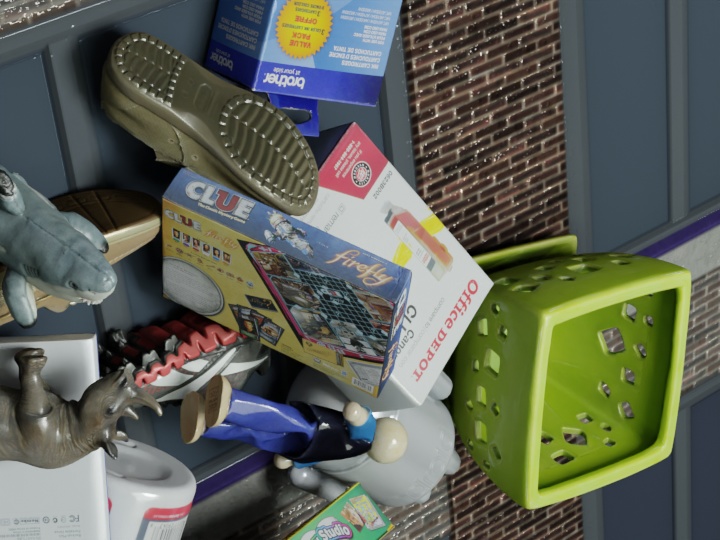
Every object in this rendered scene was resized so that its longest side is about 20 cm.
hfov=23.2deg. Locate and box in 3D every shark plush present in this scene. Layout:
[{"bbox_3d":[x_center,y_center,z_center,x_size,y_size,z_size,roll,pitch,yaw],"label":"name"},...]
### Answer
[{"bbox_3d":[-0.249,-0.055,1.263,0.090,0.083,0.201,-33,89,-19],"label":"shark plush"}]

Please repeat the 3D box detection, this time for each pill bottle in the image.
[{"bbox_3d":[-0.219,0.247,1.445,0.119,0.119,0.202,10,104,-42],"label":"pill bottle"}]

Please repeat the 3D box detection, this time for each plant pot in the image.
[{"bbox_3d":[0.175,0.079,1.653,0.197,0.181,0.202,-13,118,-35],"label":"plant pot"}]

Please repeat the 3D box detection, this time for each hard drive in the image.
[{"bbox_3d":[-0.262,0.151,1.353,0.130,0.025,0.203,-2,101,0],"label":"hard drive"}]

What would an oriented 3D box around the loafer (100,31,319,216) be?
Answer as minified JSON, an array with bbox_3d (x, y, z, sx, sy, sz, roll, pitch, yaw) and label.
[{"bbox_3d":[-0.119,-0.108,1.363,0.199,0.067,0.076,38,54,-15],"label":"loafer"}]

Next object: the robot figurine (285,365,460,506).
[{"bbox_3d":[0.009,0.141,1.591,0.170,0.113,0.200,-48,134,7],"label":"robot figurine"}]

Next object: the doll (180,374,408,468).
[{"bbox_3d":[-0.043,0.131,1.449,0.198,0.136,0.049,15,59,-32],"label":"doll"}]

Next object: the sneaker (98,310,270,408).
[{"bbox_3d":[-0.151,0.084,1.458,0.199,0.071,0.099,-26,123,-30],"label":"sneaker"}]

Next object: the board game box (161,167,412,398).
[{"bbox_3d":[-0.061,0.011,1.369,0.035,0.198,0.136,-58,168,-34],"label":"board game box"}]

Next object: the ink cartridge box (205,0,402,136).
[{"bbox_3d":[-0.040,-0.212,1.412,0.135,0.076,0.202,1,111,-40],"label":"ink cartridge box"}]

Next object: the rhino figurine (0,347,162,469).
[{"bbox_3d":[-0.243,0.104,1.297,0.197,0.060,0.089,0,98,4],"label":"rhino figurine"}]

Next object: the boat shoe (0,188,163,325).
[{"bbox_3d":[-0.242,-0.005,1.347,0.198,0.071,0.065,-21,128,-20],"label":"boat shoe"}]

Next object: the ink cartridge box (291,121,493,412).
[{"bbox_3d":[0.000,0.000,1.473,0.200,0.083,0.146,48,58,-23],"label":"ink cartridge box"}]

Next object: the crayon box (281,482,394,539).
[{"bbox_3d":[-0.082,0.280,1.508,0.172,0.058,0.200,-41,175,29],"label":"crayon box"}]
